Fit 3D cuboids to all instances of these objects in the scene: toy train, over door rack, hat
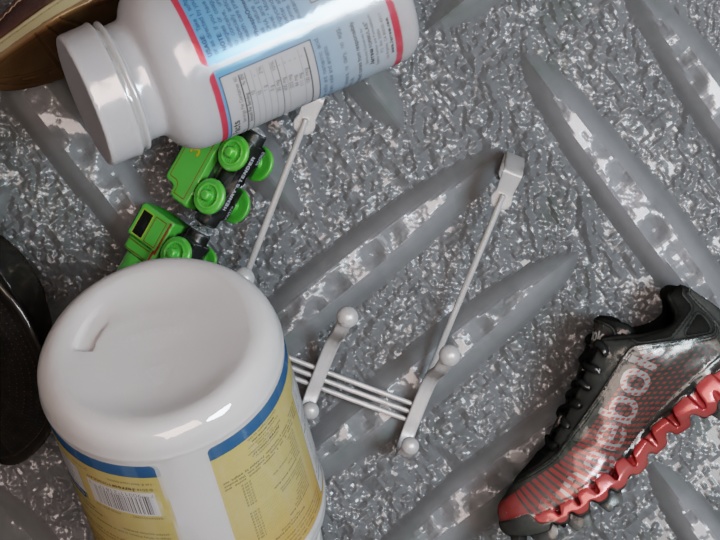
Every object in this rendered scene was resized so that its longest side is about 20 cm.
[{"bbox_3d":[-0.121,-0.007,1.684,0.056,0.042,0.201,34,97,32],"label":"toy train"},{"bbox_3d":[0.000,0.000,1.684,0.147,0.067,0.201,21,94,-5],"label":"over door rack"},{"bbox_3d":[-0.246,0.018,1.657,0.201,0.200,0.081,45,51,-5],"label":"hat"}]

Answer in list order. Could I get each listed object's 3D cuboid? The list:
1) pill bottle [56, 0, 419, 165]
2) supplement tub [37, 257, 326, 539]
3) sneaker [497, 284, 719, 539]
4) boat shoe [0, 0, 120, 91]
[{"bbox_3d":[-0.074,-0.139,1.632,0.199,0.109,0.109,-24,96,-11],"label":"pill bottle"},{"bbox_3d":[-0.099,0.107,1.611,0.144,0.145,0.201,-15,135,-2],"label":"supplement tub"},{"bbox_3d":[0.153,0.085,1.697,0.200,0.071,0.098,-39,96,-1],"label":"sneaker"},{"bbox_3d":[-0.157,-0.187,1.667,0.200,0.072,0.072,-37,65,9],"label":"boat shoe"}]
